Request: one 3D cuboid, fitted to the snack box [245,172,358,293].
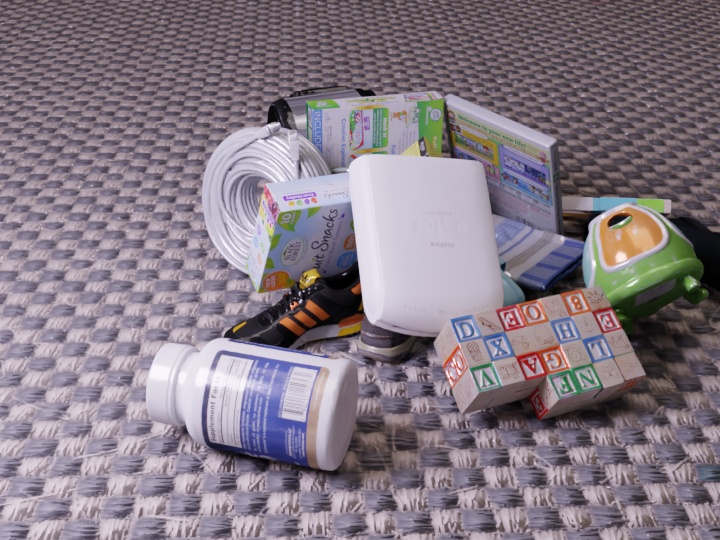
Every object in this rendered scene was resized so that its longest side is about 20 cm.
[{"bbox_3d":[-0.029,-0.050,1.242,0.198,0.143,0.053,-10,51,-27],"label":"snack box"}]

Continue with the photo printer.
[{"bbox_3d":[0.074,-0.026,1.154,0.165,0.202,0.069,2,-19,-23],"label":"photo printer"}]

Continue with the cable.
[{"bbox_3d":[-0.122,-0.091,1.367,0.198,0.202,0.069,-8,13,35],"label":"cable"}]

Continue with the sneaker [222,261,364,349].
[{"bbox_3d":[-0.076,0.042,1.228,0.198,0.091,0.070,-15,31,-29],"label":"sneaker"}]

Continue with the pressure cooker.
[{"bbox_3d":[-0.033,-0.186,1.576,0.198,0.180,0.176,-10,30,-14],"label":"pressure cooker"}]

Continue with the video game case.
[{"bbox_3d":[0.203,-0.143,1.467,0.022,0.183,0.199,-38,47,-24],"label":"video game case"}]

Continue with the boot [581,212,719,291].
[{"bbox_3d":[0.404,-0.026,1.394,0.166,0.077,0.200,0,20,-10],"label":"boot"}]

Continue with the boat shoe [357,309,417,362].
[{"bbox_3d":[0.056,0.037,1.263,0.074,0.074,0.200,10,29,16],"label":"boat shoe"}]

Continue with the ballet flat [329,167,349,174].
[{"bbox_3d":[-0.056,-0.093,1.411,0.199,0.069,0.071,-35,14,36],"label":"ballet flat"}]

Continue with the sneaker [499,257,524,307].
[{"bbox_3d":[0.143,-0.001,1.346,0.081,0.074,0.201,-12,43,-22],"label":"sneaker"}]

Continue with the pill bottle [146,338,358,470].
[{"bbox_3d":[-0.108,0.130,1.038,0.198,0.112,0.111,8,28,13],"label":"pill bottle"}]

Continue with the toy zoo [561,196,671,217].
[{"bbox_3d":[0.346,-0.091,1.509,0.198,0.021,0.131,2,-1,12],"label":"toy zoo"}]

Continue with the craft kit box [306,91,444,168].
[{"bbox_3d":[0.020,-0.150,1.483,0.195,0.202,0.049,-5,27,-14],"label":"craft kit box"}]

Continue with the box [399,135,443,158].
[{"bbox_3d":[0.027,-0.096,1.415,0.199,0.050,0.075,-38,22,15],"label":"box"}]

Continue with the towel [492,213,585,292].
[{"bbox_3d":[0.200,-0.033,1.419,0.199,0.024,0.146,22,35,33],"label":"towel"}]

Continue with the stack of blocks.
[{"bbox_3d":[0.193,0.097,1.117,0.198,0.059,0.116,-11,63,-22],"label":"stack of blocks"}]

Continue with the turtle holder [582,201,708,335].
[{"bbox_3d":[0.342,-0.006,1.253,0.185,0.141,0.133,3,58,-51],"label":"turtle holder"}]
